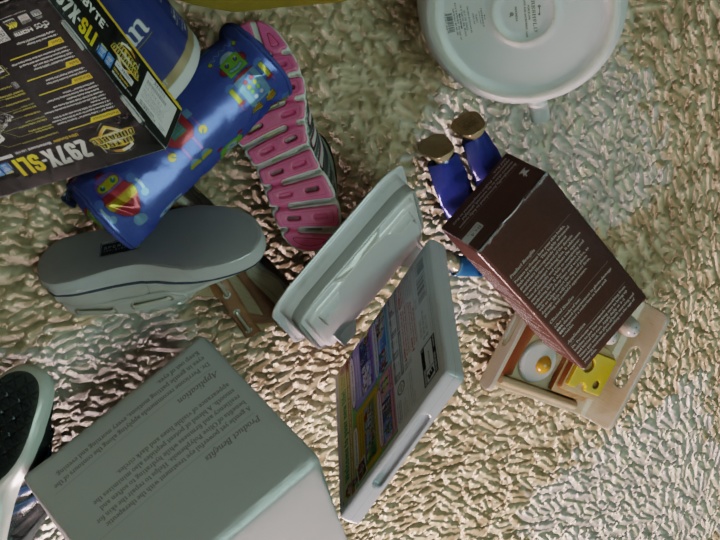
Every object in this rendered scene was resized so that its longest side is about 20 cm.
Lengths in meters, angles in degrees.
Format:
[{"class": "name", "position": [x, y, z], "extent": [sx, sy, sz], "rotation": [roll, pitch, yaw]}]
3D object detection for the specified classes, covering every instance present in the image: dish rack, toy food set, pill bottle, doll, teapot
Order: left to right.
[{"class": "pill bottle", "position": [-0.219, -0.207, 1.174], "extent": [0.111, 0.111, 0.200], "rotation": [-45, 128, -7]}, {"class": "dish rack", "position": [0.000, 0.000, 1.384], "extent": [0.172, 0.043, 0.200], "rotation": [-49, 168, -4]}, {"class": "doll", "position": [0.126, -0.055, 1.512], "extent": [0.136, 0.048, 0.201], "rotation": [-34, 126, -14]}, {"class": "teapot", "position": [0.142, -0.250, 1.377], "extent": [0.197, 0.146, 0.200], "rotation": [31, 116, -14]}, {"class": "toy food set", "position": [0.228, 0.083, 1.636], "extent": [0.199, 0.060, 0.144], "rotation": [21, 99, -37]}]

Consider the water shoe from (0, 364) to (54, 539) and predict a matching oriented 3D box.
[{"class": "water shoe", "position": [-0.296, 0.169, 1.341], "extent": [0.079, 0.071, 0.201], "rotation": [-2, 118, -57]}]

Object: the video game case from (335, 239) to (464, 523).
[{"class": "video game case", "position": [0.031, 0.095, 1.384], "extent": [0.022, 0.201, 0.183], "rotation": [24, 120, -18]}]

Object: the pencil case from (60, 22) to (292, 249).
[{"class": "pencil case", "position": [-0.145, -0.105, 1.246], "extent": [0.078, 0.087, 0.200], "rotation": [43, 83, 6]}]

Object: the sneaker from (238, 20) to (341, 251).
[{"class": "sneaker", "position": [-0.069, -0.117, 1.345], "extent": [0.073, 0.087, 0.201], "rotation": [-20, 101, 2]}]

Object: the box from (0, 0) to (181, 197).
[{"class": "box", "position": [-0.258, -0.135, 1.143], "extent": [0.160, 0.199, 0.050], "rotation": [52, 37, -38]}]

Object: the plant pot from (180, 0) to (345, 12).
[{"class": "plant pot", "position": [-0.081, -0.296, 1.147], "extent": [0.200, 0.194, 0.196], "rotation": [53, 42, -55]}]

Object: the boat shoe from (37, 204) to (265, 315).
[{"class": "boat shoe", "position": [-0.166, 0.001, 1.286], "extent": [0.199, 0.072, 0.066], "rotation": [-12, 138, 13]}]

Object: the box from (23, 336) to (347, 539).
[{"class": "box", "position": [-0.142, 0.213, 1.348], "extent": [0.199, 0.171, 0.200], "rotation": [-39, 148, -15]}]

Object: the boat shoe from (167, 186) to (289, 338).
[{"class": "boat shoe", "position": [-0.133, -0.010, 1.349], "extent": [0.072, 0.076, 0.200], "rotation": [-42, 122, 2]}]

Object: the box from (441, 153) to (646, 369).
[{"class": "box", "position": [0.177, -0.006, 1.488], "extent": [0.100, 0.075, 0.200], "rotation": [-48, 127, -5]}]
